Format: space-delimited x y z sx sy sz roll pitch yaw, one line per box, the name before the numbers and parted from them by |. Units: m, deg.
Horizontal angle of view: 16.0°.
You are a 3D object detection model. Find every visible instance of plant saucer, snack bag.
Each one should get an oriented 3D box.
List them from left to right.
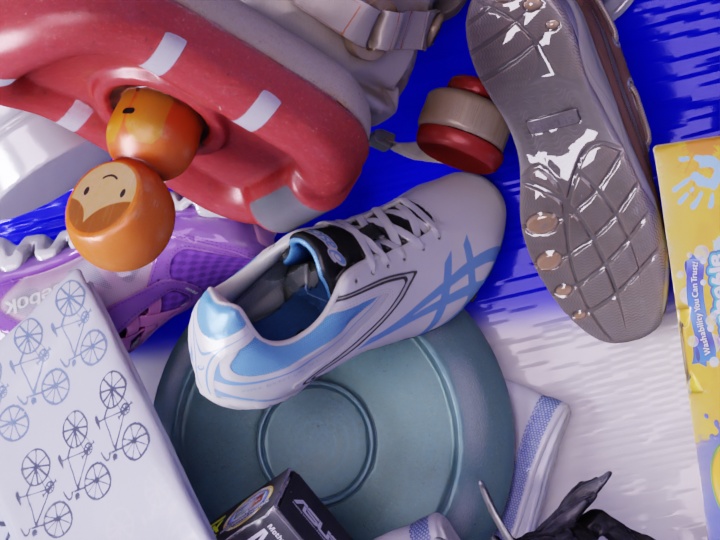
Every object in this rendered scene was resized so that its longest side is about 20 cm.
snack bag | -0.170 0.129 1.264 0.200 0.021 0.189 -42 55 18
plant saucer | -0.020 0.089 1.315 0.198 0.027 0.202 -1 86 17

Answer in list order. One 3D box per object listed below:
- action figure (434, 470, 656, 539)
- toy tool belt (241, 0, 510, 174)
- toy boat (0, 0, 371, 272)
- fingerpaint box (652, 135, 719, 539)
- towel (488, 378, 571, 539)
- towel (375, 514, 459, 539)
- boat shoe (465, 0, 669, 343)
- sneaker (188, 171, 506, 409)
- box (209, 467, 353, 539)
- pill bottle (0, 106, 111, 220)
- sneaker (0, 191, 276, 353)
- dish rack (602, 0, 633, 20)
action figure | 0.131 0.177 1.220 0.199 0.102 0.119 35 91 -19
toy tool belt | 0.000 -0.142 1.280 0.199 0.125 0.124 23 79 -10
toy boat | -0.101 -0.061 1.201 0.199 0.130 0.131 30 63 -20
fingerpaint box | 0.239 0.027 1.240 0.166 0.073 0.202 -9 87 14
towel | 0.000 0.107 1.332 0.199 0.024 0.148 19 94 15
towel | -0.005 0.219 1.294 0.199 0.024 0.147 -27 106 18
boat shoe | 0.116 -0.063 1.273 0.075 0.072 0.201 -6 110 30
sneaker | 0.000 0.000 1.260 0.072 0.199 0.073 40 144 27
box | -0.035 0.219 1.256 0.160 0.044 0.200 -36 101 21
pill bottle | -0.203 -0.132 1.308 0.112 0.112 0.201 -34 82 13
sneaker | -0.132 0.020 1.332 0.199 0.080 0.089 -15 64 20
dish rack | 0.091 -0.240 1.299 0.200 0.044 0.172 41 101 13
